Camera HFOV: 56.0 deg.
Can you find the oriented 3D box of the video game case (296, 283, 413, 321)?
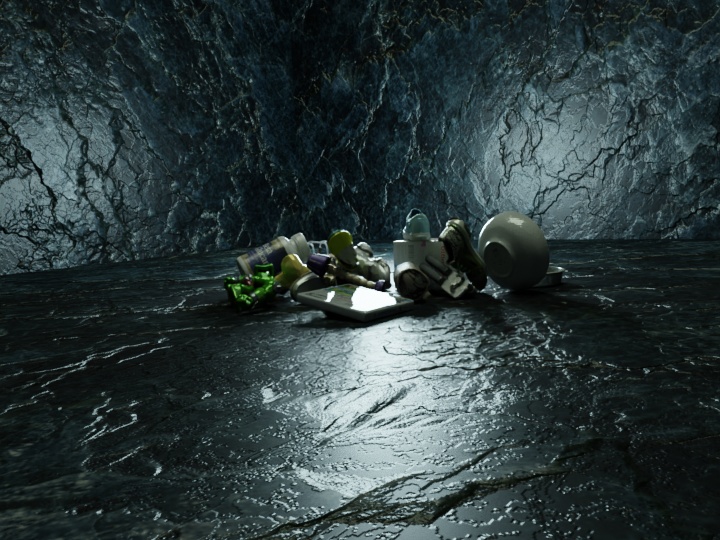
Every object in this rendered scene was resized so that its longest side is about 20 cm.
[{"bbox_3d":[-0.011,0.068,1.488,0.196,0.023,0.180,13,14,38],"label":"video game case"}]

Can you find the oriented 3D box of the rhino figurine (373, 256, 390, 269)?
[{"bbox_3d":[0.006,-0.001,2.069,0.196,0.061,0.087,1,-19,35],"label":"rhino figurine"}]

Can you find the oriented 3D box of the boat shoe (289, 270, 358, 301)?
[{"bbox_3d":[-0.081,0.037,1.688,0.196,0.077,0.068,-14,16,-34],"label":"boat shoe"}]

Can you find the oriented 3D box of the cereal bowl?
[{"bbox_3d":[0.367,-0.039,1.684,0.082,0.205,0.198,-25,18,-33],"label":"cereal bowl"}]

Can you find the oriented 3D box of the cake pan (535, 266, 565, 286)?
[{"bbox_3d":[0.454,0.016,1.833,0.194,0.038,0.200,-2,5,0],"label":"cake pan"}]

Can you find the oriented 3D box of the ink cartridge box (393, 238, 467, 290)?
[{"bbox_3d":[0.203,-0.019,1.840,0.196,0.133,0.124,2,7,34],"label":"ink cartridge box"}]

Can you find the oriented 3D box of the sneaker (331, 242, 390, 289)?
[{"bbox_3d":[0.000,0.000,1.798,0.112,0.077,0.200,-17,35,-19],"label":"sneaker"}]

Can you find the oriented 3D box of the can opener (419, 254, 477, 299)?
[{"bbox_3d":[0.214,0.021,1.691,0.066,0.053,0.200,41,0,-35],"label":"can opener"}]

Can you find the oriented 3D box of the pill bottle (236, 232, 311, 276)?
[{"bbox_3d":[-0.238,-0.026,1.891,0.197,0.113,0.111,-27,13,-15],"label":"pill bottle"}]

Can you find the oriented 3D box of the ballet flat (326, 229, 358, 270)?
[{"bbox_3d":[-0.034,-0.043,1.670,0.066,0.068,0.200,-38,-14,-4],"label":"ballet flat"}]

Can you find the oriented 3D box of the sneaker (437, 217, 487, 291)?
[{"bbox_3d":[0.248,-0.026,1.698,0.088,0.203,0.076,-36,16,-25],"label":"sneaker"}]

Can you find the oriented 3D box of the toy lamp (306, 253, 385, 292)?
[{"bbox_3d":[-0.037,0.011,1.640,0.195,0.060,0.058,22,8,5],"label":"toy lamp"}]

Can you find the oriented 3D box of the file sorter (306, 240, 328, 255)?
[{"bbox_3d":[-0.169,-0.022,2.063,0.196,0.128,0.138,-6,7,-32],"label":"file sorter"}]

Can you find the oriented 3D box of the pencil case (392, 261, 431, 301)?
[{"bbox_3d":[0.124,0.028,1.672,0.077,0.090,0.200,-37,4,3],"label":"pencil case"}]

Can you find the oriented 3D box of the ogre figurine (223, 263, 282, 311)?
[{"bbox_3d":[-0.259,0.042,1.634,0.117,0.101,0.200,-17,-2,-17],"label":"ogre figurine"}]

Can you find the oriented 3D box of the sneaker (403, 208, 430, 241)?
[{"bbox_3d":[0.155,-0.126,1.833,0.072,0.085,0.200,-3,6,-6],"label":"sneaker"}]

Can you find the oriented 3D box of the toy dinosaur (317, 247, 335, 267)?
[{"bbox_3d":[-0.048,-0.015,1.909,0.135,0.087,0.198,41,43,19],"label":"toy dinosaur"}]

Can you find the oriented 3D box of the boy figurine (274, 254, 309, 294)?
[{"bbox_3d":[-0.188,0.014,1.754,0.122,0.066,0.200,-25,-9,-14],"label":"boy figurine"}]
